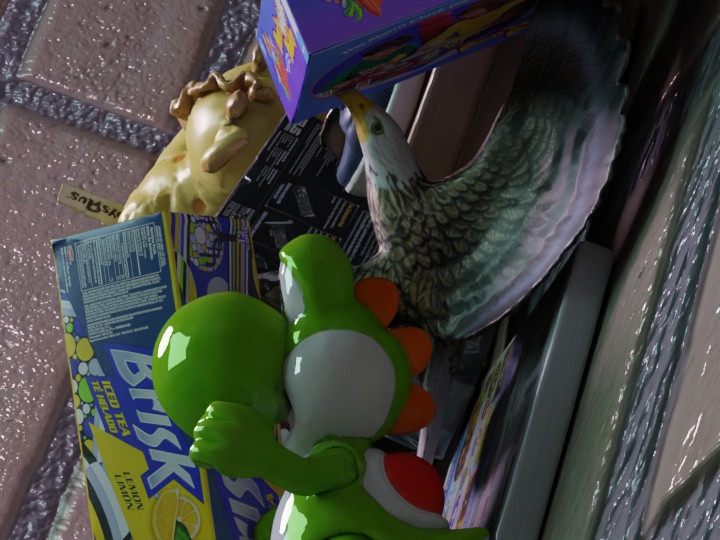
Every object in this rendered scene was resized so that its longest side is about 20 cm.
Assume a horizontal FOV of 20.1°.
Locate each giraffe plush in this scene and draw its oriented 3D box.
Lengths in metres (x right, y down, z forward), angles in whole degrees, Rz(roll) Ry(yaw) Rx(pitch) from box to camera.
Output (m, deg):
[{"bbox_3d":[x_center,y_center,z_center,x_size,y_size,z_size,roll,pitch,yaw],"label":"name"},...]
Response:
[{"bbox_3d":[-0.068,-0.066,1.271,0.162,0.199,0.173,-50,39,45],"label":"giraffe plush"}]

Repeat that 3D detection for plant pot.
[{"bbox_3d":[0.084,-0.110,1.046,0.201,0.092,0.202,-160,90,-90],"label":"plant pot"}]

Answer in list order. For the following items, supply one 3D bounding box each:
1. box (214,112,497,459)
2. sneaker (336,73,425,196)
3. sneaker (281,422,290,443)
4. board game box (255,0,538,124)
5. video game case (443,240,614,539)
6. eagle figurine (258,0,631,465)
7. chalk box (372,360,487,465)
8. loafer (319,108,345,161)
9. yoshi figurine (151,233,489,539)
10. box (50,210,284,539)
[{"bbox_3d":[0.000,0.000,1.079,0.200,0.157,0.050,-64,-3,-59],"label":"box"},{"bbox_3d":[-0.001,-0.137,1.003,0.075,0.084,0.201,-78,1,-71],"label":"sneaker"},{"bbox_3d":[-0.085,0.081,1.092,0.200,0.090,0.075,22,121,56],"label":"sneaker"},{"bbox_3d":[0.057,-0.131,0.866,0.134,0.199,0.045,125,122,-81],"label":"board game box"},{"bbox_3d":[0.060,0.088,0.900,0.200,0.018,0.144,116,173,-65],"label":"video game case"},{"bbox_3d":[0.048,-0.027,0.890,0.151,0.199,0.152,55,-173,-44],"label":"eagle figurine"},{"bbox_3d":[-0.024,0.069,1.221,0.200,0.124,0.124,114,145,-49],"label":"chalk box"},{"bbox_3d":[0.009,-0.141,1.140,0.073,0.071,0.201,110,180,-57],"label":"loafer"},{"bbox_3d":[-0.030,0.088,0.800,0.112,0.111,0.201,-29,64,47],"label":"yoshi figurine"},{"bbox_3d":[-0.076,0.080,0.878,0.070,0.064,0.201,5,-105,-60],"label":"box"}]
